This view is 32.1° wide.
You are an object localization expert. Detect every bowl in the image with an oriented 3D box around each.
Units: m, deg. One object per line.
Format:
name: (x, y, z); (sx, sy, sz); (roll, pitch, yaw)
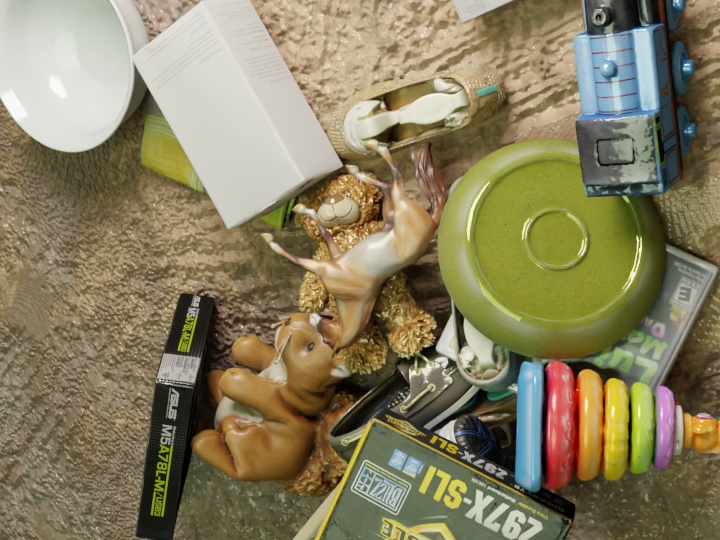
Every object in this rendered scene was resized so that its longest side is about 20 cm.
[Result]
bowl: (-0.289, -0.230, 1.308); (0.201, 0.090, 0.201); (11, 113, 28)

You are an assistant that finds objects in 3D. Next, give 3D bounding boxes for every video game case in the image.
video game case: (0.192, 0.037, 1.130); (0.200, 0.023, 0.182); (27, 97, 19)

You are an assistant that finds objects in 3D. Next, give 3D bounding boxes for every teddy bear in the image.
teddy bear: (0.000, 0.000, 1.205); (0.145, 0.067, 0.200); (-6, 85, 31)

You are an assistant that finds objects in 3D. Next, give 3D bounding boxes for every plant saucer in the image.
plant saucer: (0.167, -0.024, 1.080); (0.200, 0.031, 0.200); (0, 77, 0)

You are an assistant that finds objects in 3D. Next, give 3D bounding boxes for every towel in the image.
towel: (-0.146, -0.139, 1.301); (0.200, 0.023, 0.144); (26, 118, 20)

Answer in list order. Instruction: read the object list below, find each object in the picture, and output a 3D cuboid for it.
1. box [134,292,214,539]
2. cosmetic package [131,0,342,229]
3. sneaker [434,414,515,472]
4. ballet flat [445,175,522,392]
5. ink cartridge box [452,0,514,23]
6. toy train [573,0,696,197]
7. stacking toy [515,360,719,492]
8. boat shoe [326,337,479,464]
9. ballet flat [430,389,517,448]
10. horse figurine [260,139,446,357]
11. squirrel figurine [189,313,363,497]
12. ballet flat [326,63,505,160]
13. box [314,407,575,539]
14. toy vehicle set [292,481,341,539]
box: (-0.196, 0.152, 1.334); (0.047, 0.200, 0.193); (7, 114, -3)
cosmetic package: (-0.120, -0.155, 1.221); (0.113, 0.081, 0.200); (-27, 93, 33)
sneaker: (0.119, 0.214, 1.213); (0.077, 0.076, 0.200); (-23, 123, 25)
ballet flat: (0.108, 0.009, 1.118); (0.067, 0.064, 0.200); (-10, 83, 21)
ink cartridge box: (0.158, -0.292, 1.056); (0.200, 0.044, 0.094); (-19, 99, 33)
toy train: (0.222, -0.157, 1.026); (0.087, 0.114, 0.200); (0, 107, 30)
stacking toy: (0.232, 0.134, 1.055); (0.200, 0.116, 0.110); (2, 84, 9)
boat shoe: (0.054, 0.113, 1.203); (0.202, 0.072, 0.060); (-45, 117, 3)
ballet flat: (0.134, 0.138, 1.213); (0.200, 0.068, 0.072); (-30, 108, 25)
horse figurine: (0.008, -0.031, 1.148); (0.200, 0.050, 0.133); (-40, 89, 3)
squirrel figurine: (-0.051, 0.137, 1.299); (0.200, 0.142, 0.187); (39, 111, -10)
ballet flat: (0.037, -0.147, 1.166); (0.200, 0.065, 0.071); (-18, 96, 33)
box: (0.071, 0.239, 1.126); (0.200, 0.049, 0.160); (27, 103, 10)
toy vehicle set: (0.043, 0.293, 1.290); (0.200, 0.027, 0.124); (28, 123, -14)
